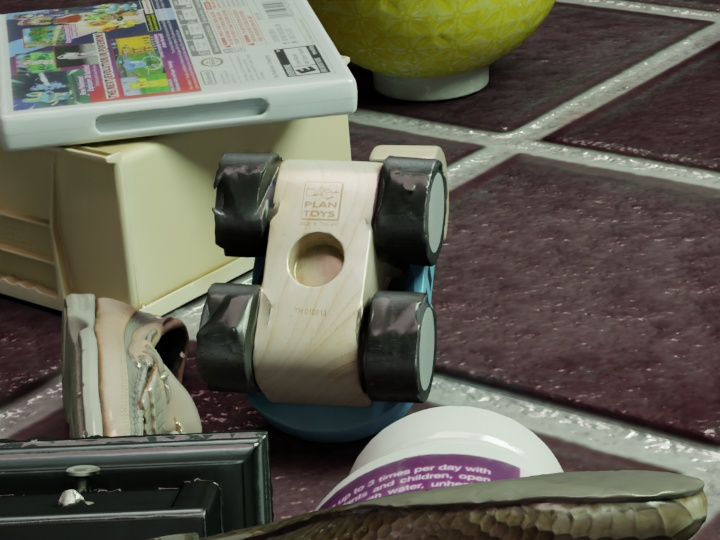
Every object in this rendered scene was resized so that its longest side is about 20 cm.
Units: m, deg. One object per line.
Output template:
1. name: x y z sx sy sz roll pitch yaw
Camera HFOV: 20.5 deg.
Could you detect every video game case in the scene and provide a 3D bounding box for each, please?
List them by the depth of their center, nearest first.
1. video game case: -0.107 -0.114 1.087 0.181 0.023 0.200 -7 23 -8

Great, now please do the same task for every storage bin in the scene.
1. storage bin: -0.135 -0.062 1.118 0.198 0.094 0.200 13 28 36

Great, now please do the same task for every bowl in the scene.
1. bowl: 0.045 -0.177 1.344 0.199 0.108 0.200 -3 23 1

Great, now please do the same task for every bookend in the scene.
1. bookend: -0.128 0.109 0.619 0.198 0.093 0.200 -2 2 0

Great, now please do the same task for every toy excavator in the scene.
1. toy excavator: 0.000 0.000 0.951 0.099 0.200 0.195 2 67 11

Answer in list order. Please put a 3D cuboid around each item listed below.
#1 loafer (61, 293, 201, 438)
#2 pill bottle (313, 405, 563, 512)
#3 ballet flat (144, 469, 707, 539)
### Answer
1. loafer: -0.096 0.056 0.863 0.063 0.072 0.200 0 19 -11
2. pill bottle: 0.028 0.123 0.621 0.112 0.113 0.200 -2 23 5
3. ballet flat: -0.003 0.086 0.530 0.199 0.047 0.067 -12 -8 19
